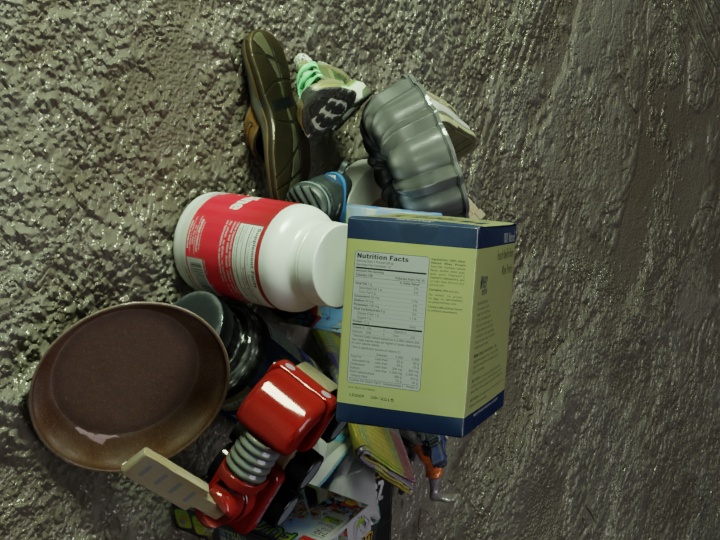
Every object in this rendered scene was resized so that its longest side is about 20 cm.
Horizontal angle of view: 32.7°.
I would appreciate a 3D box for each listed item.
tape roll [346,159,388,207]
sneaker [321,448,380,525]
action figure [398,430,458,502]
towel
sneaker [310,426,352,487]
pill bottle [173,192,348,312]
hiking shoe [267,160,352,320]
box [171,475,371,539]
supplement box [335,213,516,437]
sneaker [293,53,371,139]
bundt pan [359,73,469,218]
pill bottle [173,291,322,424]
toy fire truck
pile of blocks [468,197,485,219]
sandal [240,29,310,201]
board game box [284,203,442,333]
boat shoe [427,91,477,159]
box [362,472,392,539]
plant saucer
[{"bbox_3d":[0.018,-0.044,1.595,0.202,0.037,0.206,-14,107,-54],"label":"tape roll"},{"bbox_3d":[-0.004,0.271,1.517,0.088,0.075,0.200,42,33,-7],"label":"sneaker"},{"bbox_3d":[0.072,0.228,1.663,0.201,0.103,0.195,-91,162,-62],"label":"action figure"},{"bbox_3d":[0.004,0.172,1.523,0.143,0.023,0.201,41,22,-49],"label":"towel"},{"bbox_3d":[-0.059,0.207,1.498,0.081,0.077,0.200,45,28,0],"label":"sneaker"},{"bbox_3d":[-0.094,-0.018,1.294,0.112,0.198,0.114,-14,109,-48],"label":"pill bottle"},{"bbox_3d":[-0.055,-0.026,1.407,0.087,0.074,0.201,-35,157,-46],"label":"hiking shoe"},{"bbox_3d":[-0.099,0.270,1.348,0.110,0.198,0.035,-32,125,-47],"label":"box"},{"bbox_3d":[0.072,0.047,1.261,0.200,0.132,0.203,-11,105,-72],"label":"supplement box"},{"bbox_3d":[-0.052,-0.206,1.400,0.077,0.089,0.200,-46,178,11],"label":"sneaker"},{"bbox_3d":[0.057,-0.127,1.471,0.075,0.202,0.204,-22,123,-6],"label":"bundt pan"},{"bbox_3d":[-0.131,0.105,1.349,0.200,0.111,0.113,43,62,-49],"label":"pill bottle"},{"bbox_3d":[-0.122,0.177,1.215,0.177,0.128,0.200,-58,167,15],"label":"toy fire truck"},{"bbox_3d":[0.111,-0.061,1.673,0.082,0.062,0.200,-41,177,-4],"label":"pile of blocks"},{"bbox_3d":[-0.106,-0.167,1.387,0.081,0.054,0.203,-26,103,-56],"label":"sandal"},{"bbox_3d":[0.000,0.000,1.437,0.036,0.198,0.154,-4,99,-54],"label":"board game box"},{"bbox_3d":[0.104,-0.196,1.650,0.069,0.074,0.200,64,9,16],"label":"boat shoe"},{"bbox_3d":[-0.032,0.348,1.593,0.199,0.049,0.162,-10,103,-53],"label":"box"},{"bbox_3d":[-0.228,0.109,1.210,0.198,0.037,0.203,-12,123,-18],"label":"plant saucer"}]
